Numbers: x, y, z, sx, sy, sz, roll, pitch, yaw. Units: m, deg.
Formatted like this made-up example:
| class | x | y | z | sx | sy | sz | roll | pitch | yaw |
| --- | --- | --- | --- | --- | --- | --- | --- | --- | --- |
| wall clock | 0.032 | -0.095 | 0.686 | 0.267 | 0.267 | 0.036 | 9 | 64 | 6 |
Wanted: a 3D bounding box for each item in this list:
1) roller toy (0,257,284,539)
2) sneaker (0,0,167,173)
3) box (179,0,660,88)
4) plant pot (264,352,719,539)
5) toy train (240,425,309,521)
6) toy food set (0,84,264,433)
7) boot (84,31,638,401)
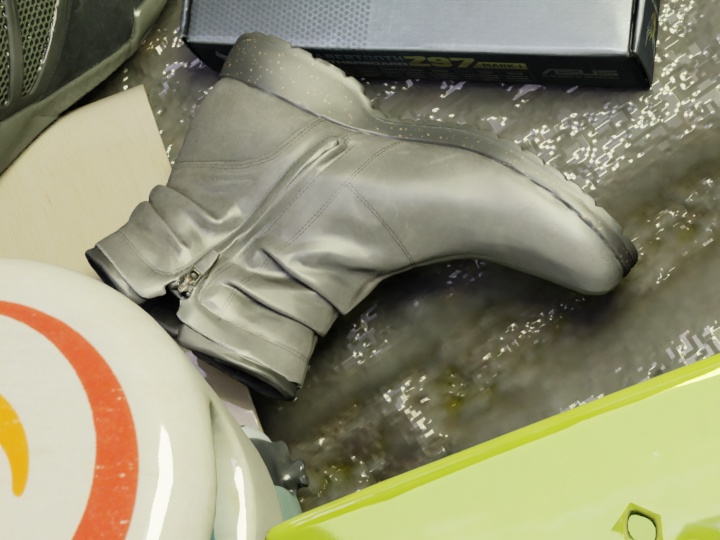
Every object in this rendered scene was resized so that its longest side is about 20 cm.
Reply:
| class | x | y | z | sx | sy | sz | roll | pitch | yaw |
| --- | --- | --- | --- | --- | --- | --- | --- | --- | --- |
| roller toy | -0.127 | 0.093 | 0.885 | 0.182 | 0.140 | 0.200 | -42 | 63 | -6 |
| sneaker | -0.151 | -0.121 | 1.061 | 0.076 | 0.115 | 0.199 | 24 | 58 | 32 |
| box | 0.031 | -0.161 | 1.076 | 0.199 | 0.051 | 0.159 | 4 | 78 | 17 |
| plant pot | 0.101 | 0.147 | 0.905 | 0.198 | 0.200 | 0.182 | -21 | 77 | 9 |
| toy train | -0.054 | 0.156 | 0.967 | 0.113 | 0.085 | 0.201 | -19 | 64 | 4 |
| toy food set | -0.128 | 0.031 | 1.075 | 0.143 | 0.060 | 0.201 | -20 | 73 | -2 |
| boot | 0.000 | 0.000 | 1.020 | 0.199 | 0.070 | 0.132 | 24 | 72 | 21 |
